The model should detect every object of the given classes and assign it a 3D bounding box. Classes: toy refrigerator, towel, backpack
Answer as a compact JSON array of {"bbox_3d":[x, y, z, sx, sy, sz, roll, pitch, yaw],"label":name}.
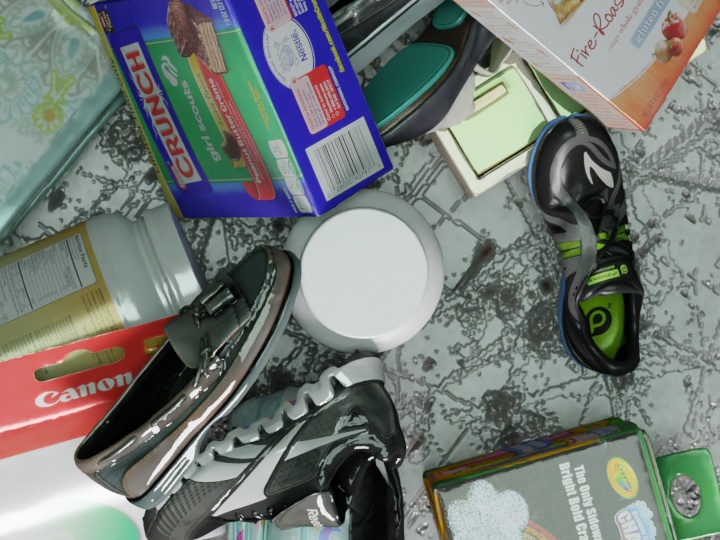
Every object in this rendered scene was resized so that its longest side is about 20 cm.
[{"bbox_3d":[0.145,-0.136,1.579,0.199,0.070,0.076,-32,92,0],"label":"toy refrigerator"},{"bbox_3d":[-0.272,-0.130,1.557,0.171,0.048,0.200,38,74,-1],"label":"towel"},{"bbox_3d":[-0.030,0.182,1.541,0.126,0.167,0.201,0,85,3],"label":"backpack"}]

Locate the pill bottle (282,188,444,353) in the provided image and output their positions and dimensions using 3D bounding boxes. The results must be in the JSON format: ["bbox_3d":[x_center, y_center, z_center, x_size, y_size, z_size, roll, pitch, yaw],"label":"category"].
[{"bbox_3d":[0.000,0.000,1.511,0.112,0.200,0.113,0,91,-1],"label":"pill bottle"}]

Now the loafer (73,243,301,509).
[{"bbox_3d":[-0.112,0.065,1.417,0.063,0.072,0.200,26,104,-29],"label":"loafer"}]

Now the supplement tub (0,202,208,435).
[{"bbox_3d":[-0.201,0.047,1.534,0.199,0.144,0.145,-23,92,-2],"label":"supplement tub"}]

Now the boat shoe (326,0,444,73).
[{"bbox_3d":[0.020,-0.215,1.507,0.199,0.074,0.068,-39,137,11],"label":"boat shoe"}]

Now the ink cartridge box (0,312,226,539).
[{"bbox_3d":[-0.176,0.127,1.485,0.160,0.201,0.050,-15,51,-12],"label":"ink cartridge box"}]

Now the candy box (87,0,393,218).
[{"bbox_3d":[-0.086,-0.126,1.490,0.077,0.200,0.170,-31,107,-27],"label":"candy box"}]

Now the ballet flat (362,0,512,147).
[{"bbox_3d":[0.066,-0.146,1.518,0.073,0.073,0.200,34,74,-2],"label":"ballet flat"}]

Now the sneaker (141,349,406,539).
[{"bbox_3d":[-0.053,0.141,1.450,0.200,0.066,0.091,-34,67,8],"label":"sneaker"}]

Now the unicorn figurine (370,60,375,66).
[{"bbox_3d":[-0.065,-0.237,1.554,0.200,0.137,0.074,37,100,12],"label":"unicorn figurine"}]

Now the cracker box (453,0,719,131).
[{"bbox_3d":[0.146,-0.206,1.484,0.200,0.058,0.134,36,81,-23],"label":"cracker box"}]

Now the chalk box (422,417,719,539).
[{"bbox_3d":[0.157,0.180,1.560,0.199,0.124,0.126,-15,91,-2],"label":"chalk box"}]

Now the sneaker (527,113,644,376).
[{"bbox_3d":[0.170,-0.017,1.553,0.070,0.083,0.201,-16,111,-15],"label":"sneaker"}]
